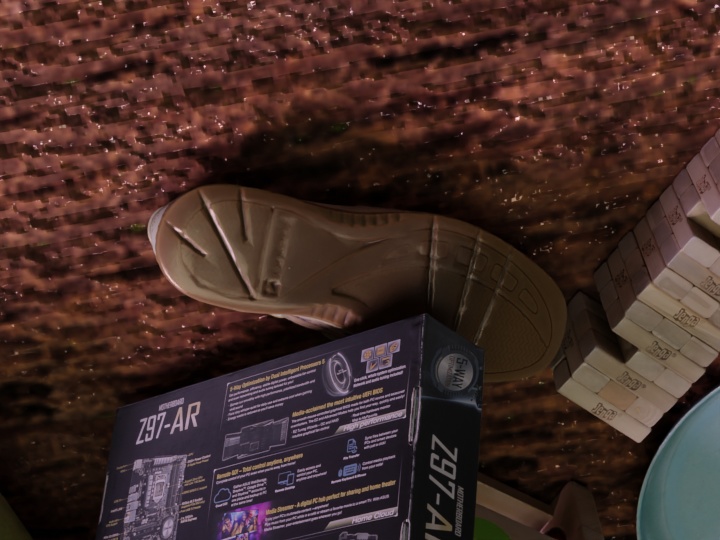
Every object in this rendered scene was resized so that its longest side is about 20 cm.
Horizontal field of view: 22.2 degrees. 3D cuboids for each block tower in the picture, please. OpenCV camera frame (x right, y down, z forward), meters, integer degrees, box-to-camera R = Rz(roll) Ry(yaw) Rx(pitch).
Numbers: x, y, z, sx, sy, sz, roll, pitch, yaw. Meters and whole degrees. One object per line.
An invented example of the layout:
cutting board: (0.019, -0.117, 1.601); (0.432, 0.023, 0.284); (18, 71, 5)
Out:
block tower: (0.168, -0.015, 0.850); (0.058, 0.054, 0.200); (32, 113, -20)

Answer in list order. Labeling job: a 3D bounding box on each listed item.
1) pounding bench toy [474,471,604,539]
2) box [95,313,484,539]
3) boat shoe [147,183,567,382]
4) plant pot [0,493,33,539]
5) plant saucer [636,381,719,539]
pounding bench toy: (0.020, 0.192, 0.922); (0.156, 0.124, 0.200); (26, 116, -17)
box: (-0.040, 0.120, 0.817); (0.200, 0.161, 0.044); (-19, 143, 37)
boat shoe: (0.000, 0.000, 0.854); (0.200, 0.063, 0.073); (18, 92, -16)
plant pot: (-0.217, 0.174, 0.873); (0.200, 0.200, 0.190); (-19, 110, 8)
plant saucer: (0.239, 0.115, 0.944); (0.200, 0.027, 0.201); (-2, 120, -3)
